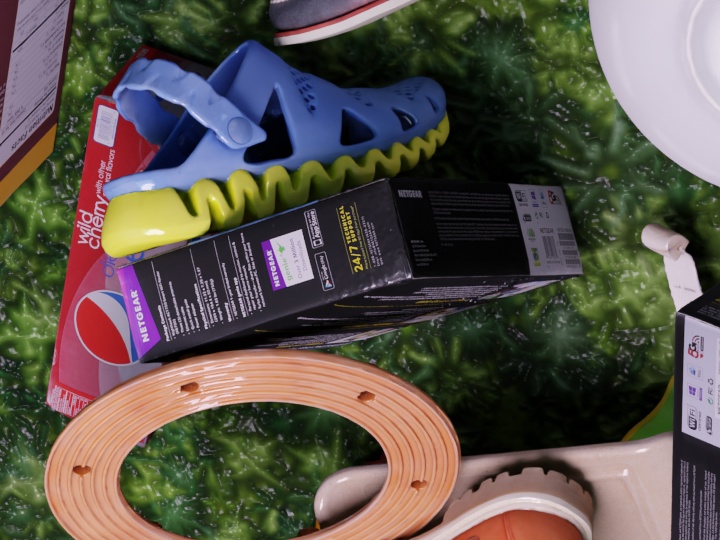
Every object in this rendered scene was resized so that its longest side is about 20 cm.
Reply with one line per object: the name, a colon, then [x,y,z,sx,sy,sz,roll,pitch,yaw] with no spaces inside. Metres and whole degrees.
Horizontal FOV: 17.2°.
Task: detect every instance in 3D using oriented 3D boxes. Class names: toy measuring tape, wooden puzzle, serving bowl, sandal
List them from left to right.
sandal: [-0.041,-0.070,1.130,0.079,0.199,0.088,-14,92,52]
wooden puzzle: [0.097,0.161,1.221,0.199,0.037,0.186,-10,122,23]
toy measuring tape: [0.152,0.077,1.201,0.073,0.074,0.201,-5,119,22]
serving bowl: [0.195,-0.113,1.085,0.199,0.066,0.201,9,122,15]

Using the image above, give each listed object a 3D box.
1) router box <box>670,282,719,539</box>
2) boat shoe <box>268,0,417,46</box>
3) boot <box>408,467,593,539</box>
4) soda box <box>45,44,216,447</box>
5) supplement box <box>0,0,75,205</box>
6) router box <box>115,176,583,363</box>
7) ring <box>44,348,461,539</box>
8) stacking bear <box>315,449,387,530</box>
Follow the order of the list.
router box: [0.213,0.081,1.132,0.052,0.157,0.201,22,127,37]
boat shoe: [0.032,-0.162,1.113,0.199,0.071,0.063,-23,97,34]
boot: [0.033,0.186,1.164,0.075,0.108,0.200,29,133,-22]
soda box: [-0.113,-0.012,1.249,0.063,0.070,0.201,19,123,7]
supplement box: [-0.255,-0.143,1.187,0.196,0.133,0.201,19,123,9]
router box: [0.000,0.000,1.140,0.148,0.200,0.051,-17,82,26]
ring: [-0.051,0.094,1.141,0.199,0.019,0.201,-3,142,-2]
stacking bear: [-0.012,0.191,1.310,0.113,0.122,0.201,12,119,-32]
